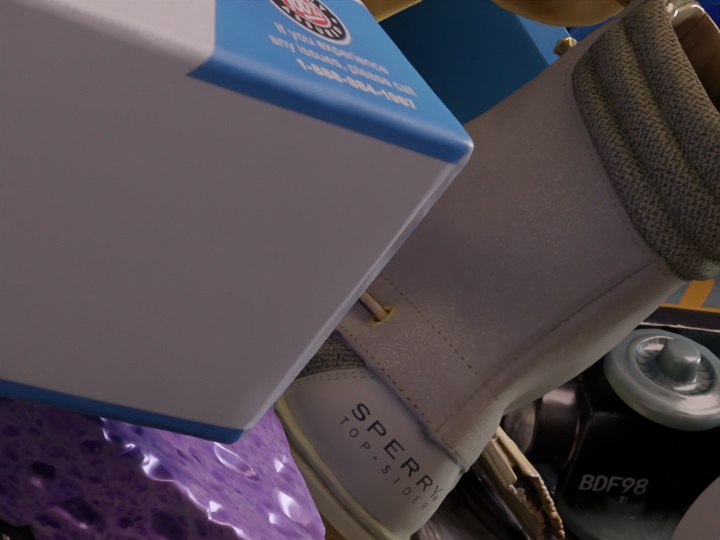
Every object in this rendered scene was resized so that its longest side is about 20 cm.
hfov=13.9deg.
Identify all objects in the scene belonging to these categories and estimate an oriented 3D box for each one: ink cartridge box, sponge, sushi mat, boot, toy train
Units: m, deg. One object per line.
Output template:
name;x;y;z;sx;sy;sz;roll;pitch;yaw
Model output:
ink cartridge box;-0.092;-0.072;0.572;0.144;0.084;0.200;16;30;-46
sponge;-0.067;0.001;0.661;0.111;0.030;0.200;40;14;-37
sushi mat;0.000;0.000;0.920;0.200;0.012;0.096;54;-4;21
boot;0.032;-0.017;0.775;0.072;0.154;0.200;46;12;-21
toy train;0.138;0.042;1.020;0.199;0.086;0.114;5;36;-16

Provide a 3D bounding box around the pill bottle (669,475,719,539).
pill bottle;0.187;0.143;0.961;0.200;0.111;0.112;42;13;-31

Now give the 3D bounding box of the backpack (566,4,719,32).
backpack;0.150;-0.081;1.092;0.200;0.167;0.164;-36;122;-76

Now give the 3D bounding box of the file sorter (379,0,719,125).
file sorter;0.032;-0.121;0.904;0.138;0.123;0.200;0;-49;54

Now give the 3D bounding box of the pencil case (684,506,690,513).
pencil case;0.141;0.080;1.094;0.200;0.089;0.078;55;-16;27

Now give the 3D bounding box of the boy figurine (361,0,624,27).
boy figurine;-0.019;-0.093;0.771;0.199;0.125;0.065;2;47;-14
